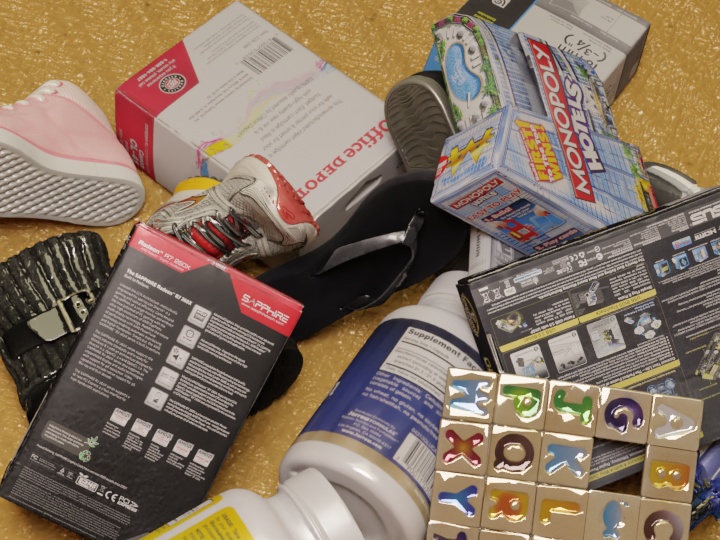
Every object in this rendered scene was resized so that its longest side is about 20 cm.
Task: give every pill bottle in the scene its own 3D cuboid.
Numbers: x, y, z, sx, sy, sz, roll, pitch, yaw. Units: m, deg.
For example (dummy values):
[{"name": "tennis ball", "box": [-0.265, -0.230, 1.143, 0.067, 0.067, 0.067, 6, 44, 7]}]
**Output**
[{"name": "pill bottle", "box": [0.038, 0.096, 1.057, 0.111, 0.111, 0.200, 28, 54, 13]}, {"name": "pill bottle", "box": [-0.095, 0.208, 0.937, 0.199, 0.113, 0.113, -28, 61, -15]}]

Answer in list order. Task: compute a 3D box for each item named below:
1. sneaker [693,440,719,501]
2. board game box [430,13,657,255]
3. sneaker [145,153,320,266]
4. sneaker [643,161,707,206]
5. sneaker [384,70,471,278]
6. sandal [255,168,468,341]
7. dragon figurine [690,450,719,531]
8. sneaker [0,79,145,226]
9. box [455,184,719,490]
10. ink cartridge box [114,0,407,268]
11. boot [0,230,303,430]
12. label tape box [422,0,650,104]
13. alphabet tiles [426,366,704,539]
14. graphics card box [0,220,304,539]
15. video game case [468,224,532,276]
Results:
[{"name": "sneaker", "box": [0.324, 0.127, 1.091, 0.199, 0.081, 0.115, -30, 60, -28]}, {"name": "board game box", "box": [0.123, -0.090, 1.077, 0.199, 0.062, 0.201, 10, 60, -48]}, {"name": "sneaker", "box": [-0.100, -0.025, 1.098, 0.082, 0.200, 0.078, -45, 106, -29]}, {"name": "sneaker", "box": [0.246, 0.014, 1.154, 0.115, 0.075, 0.200, -37, 78, -27]}, {"name": "sneaker", "box": [0.096, -0.065, 1.175, 0.075, 0.201, 0.106, -11, 12, 38]}, {"name": "sandal", "box": [0.000, 0.001, 1.092, 0.076, 0.200, 0.043, 44, 27, -22]}, {"name": "dragon figurine", "box": [0.172, 0.198, 1.005, 0.200, 0.100, 0.059, -35, 64, -29]}, {"name": "sneaker", "box": [-0.262, -0.099, 1.150, 0.200, 0.075, 0.105, 11, 43, -43]}, {"name": "box", "box": [0.184, 0.048, 1.020, 0.199, 0.049, 0.162, -21, 91, -8]}, {"name": "ink cartridge box", "box": [-0.076, -0.104, 1.207, 0.200, 0.086, 0.148, 38, 56, 18]}, {"name": "boot", "box": [-0.161, 0.040, 1.091, 0.210, 0.080, 0.158, -14, 56, -17]}, {"name": "label tape box", "box": [0.139, -0.169, 1.299, 0.144, 0.063, 0.200, 30, 55, 15]}, {"name": "alphabet tiles", "box": [0.126, 0.171, 0.970, 0.166, 0.008, 0.201, 7, 84, 5]}, {"name": "graphics card box", "box": [-0.138, 0.083, 0.997, 0.125, 0.051, 0.201, 27, 88, -12]}, {"name": "video game case", "box": [0.157, -0.018, 1.141, 0.200, 0.023, 0.182, 34, 44, -31]}]
